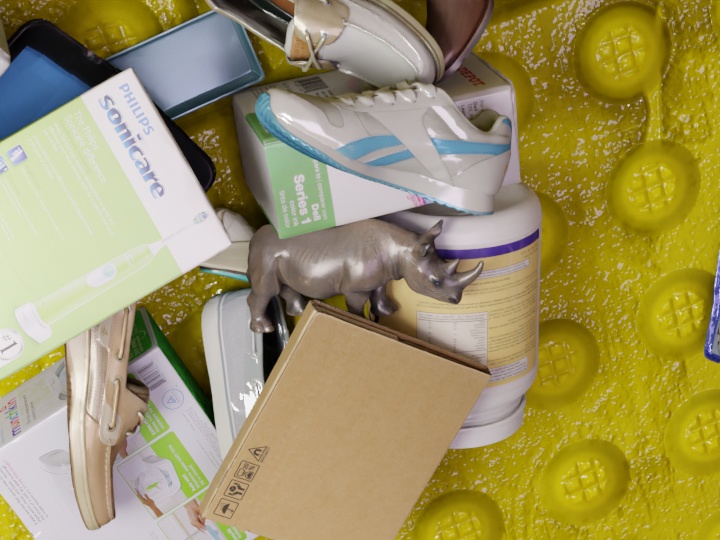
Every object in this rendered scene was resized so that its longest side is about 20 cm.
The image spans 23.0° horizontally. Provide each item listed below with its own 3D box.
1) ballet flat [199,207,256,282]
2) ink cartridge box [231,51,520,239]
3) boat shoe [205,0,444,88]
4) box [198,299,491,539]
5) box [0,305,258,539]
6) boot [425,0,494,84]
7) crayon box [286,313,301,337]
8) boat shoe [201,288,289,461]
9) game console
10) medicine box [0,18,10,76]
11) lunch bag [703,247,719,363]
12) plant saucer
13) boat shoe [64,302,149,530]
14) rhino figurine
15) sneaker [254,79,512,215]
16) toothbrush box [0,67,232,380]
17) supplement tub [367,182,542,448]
[{"bbox_3d":[-0.133,-0.024,1.439,0.199,0.070,0.070,4,109,-16],"label":"ballet flat"},{"bbox_3d":[0.011,-0.106,1.397,0.199,0.145,0.084,-13,113,-10],"label":"ink cartridge box"},{"bbox_3d":[-0.032,-0.182,1.342,0.068,0.199,0.075,-46,158,-35],"label":"boat shoe"},{"bbox_3d":[-0.012,0.134,1.394,0.163,0.021,0.201,21,110,-24],"label":"box"},{"bbox_3d":[-0.195,0.168,1.474,0.176,0.097,0.200,-33,115,0],"label":"box"},{"bbox_3d":[0.016,-0.263,1.349,0.200,0.064,0.187,31,58,-27],"label":"boot"},{"bbox_3d":[-0.020,0.127,1.483,0.051,0.127,0.201,-8,115,-21],"label":"crayon box"},{"bbox_3d":[-0.075,0.111,1.442,0.071,0.070,0.202,-15,85,27],"label":"boat shoe"},{"bbox_3d":[-0.237,-0.060,1.338,0.172,0.119,0.200,44,97,0],"label":"game console"},{"bbox_3d":[-0.356,-0.131,1.268,0.200,0.182,0.103,-46,115,6],"label":"medicine box"},{"bbox_3d":[0.411,-0.005,1.562,0.169,0.124,0.201,6,95,-18],"label":"lunch bag"},{"bbox_3d":[-0.179,-0.143,1.402,0.199,0.019,0.070,-25,114,-5],"label":"plant saucer"},{"bbox_3d":[-0.194,0.103,1.363,0.064,0.071,0.201,-3,103,-10],"label":"boat shoe"},{"bbox_3d":[0.000,0.000,1.375,0.199,0.060,0.088,-2,113,22],"label":"rhino figurine"},{"bbox_3d":[0.018,-0.103,1.285,0.199,0.076,0.081,16,96,-25],"label":"sneaker"},{"bbox_3d":[-0.214,-0.035,1.273,0.199,0.086,0.146,-31,100,-2],"label":"toothbrush box"},{"bbox_3d":[0.077,0.030,1.468,0.145,0.145,0.201,-6,112,-13],"label":"supplement tub"}]
